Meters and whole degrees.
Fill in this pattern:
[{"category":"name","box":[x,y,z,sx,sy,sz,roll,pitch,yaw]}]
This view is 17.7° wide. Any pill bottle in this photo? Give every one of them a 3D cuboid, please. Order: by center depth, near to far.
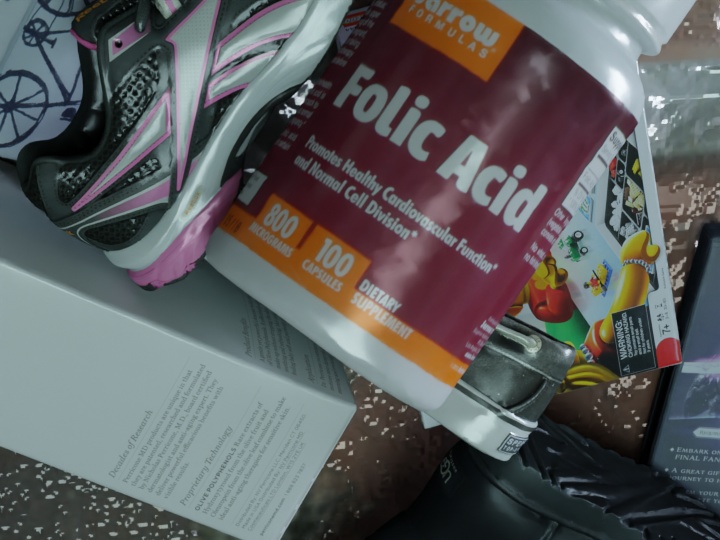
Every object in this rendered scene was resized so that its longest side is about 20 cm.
[{"category":"pill bottle","box":[0.039,-0.056,0.902,0.114,0.114,0.200,34,90,-24]}]

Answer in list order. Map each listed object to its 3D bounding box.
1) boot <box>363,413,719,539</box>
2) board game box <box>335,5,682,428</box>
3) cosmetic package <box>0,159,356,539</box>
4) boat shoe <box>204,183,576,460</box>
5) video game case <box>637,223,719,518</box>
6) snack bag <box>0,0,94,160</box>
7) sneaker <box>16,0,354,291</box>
[{"category":"boot","box":[0.080,0.163,1.107,0.200,0.077,0.168,31,117,-24]},{"category":"board game box","box":[0.068,-0.034,1.037,0.126,0.035,0.201,-15,119,-2]},{"category":"cosmetic package","box":[-0.111,0.029,0.993,0.199,0.108,0.085,23,111,-19]},{"category":"boat shoe","box":[0.000,0.000,0.996,0.200,0.071,0.064,34,98,5]},{"category":"video game case","box":[0.210,0.076,1.131,0.142,0.019,0.201,5,115,-14]},{"category":"snack bag","box":[-0.125,-0.119,0.915,0.200,0.021,0.189,13,116,-46]},{"category":"sneaker","box":[-0.068,-0.093,0.918,0.086,0.080,0.201,26,94,-24]}]
